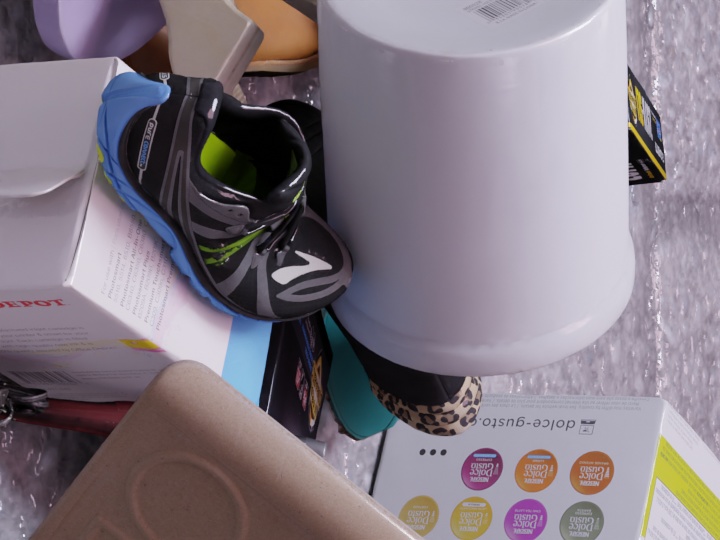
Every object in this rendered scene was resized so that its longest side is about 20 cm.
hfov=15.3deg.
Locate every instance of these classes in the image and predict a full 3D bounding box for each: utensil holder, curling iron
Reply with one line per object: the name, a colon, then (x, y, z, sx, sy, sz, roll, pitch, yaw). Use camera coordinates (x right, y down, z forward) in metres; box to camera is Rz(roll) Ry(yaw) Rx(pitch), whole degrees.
utensil holder: (0.059, -0.075, 1.403, 0.170, 0.169, 0.201, -56, 150, -45)
curling iron: (-0.115, 0.083, 1.383, 0.050, 0.199, 0.026, -141, -117, -78)

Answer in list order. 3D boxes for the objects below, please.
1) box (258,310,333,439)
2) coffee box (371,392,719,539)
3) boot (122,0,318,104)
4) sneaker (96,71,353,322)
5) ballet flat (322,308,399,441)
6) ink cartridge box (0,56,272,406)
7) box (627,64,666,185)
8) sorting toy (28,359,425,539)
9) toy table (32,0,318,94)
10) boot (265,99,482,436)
box: (-0.061, 0.102, 1.509, 0.200, 0.049, 0.200, 80, 18, -67)
coffee box: (0.130, 0.211, 1.749, 0.200, 0.199, 0.199, 45, 52, -50)
boot: (-0.081, -0.172, 1.543, 0.155, 0.073, 0.200, 65, 35, -27)
sneaker: (-0.054, -0.033, 1.317, 0.200, 0.082, 0.071, 48, 46, -50)
ballet flat: (0.003, 0.003, 1.682, 0.072, 0.071, 0.201, -18, 104, -58)
ink cartridge box: (-0.145, -0.019, 1.369, 0.200, 0.128, 0.126, 40, 55, -52)
box: (0.106, -0.085, 1.711, 0.200, 0.159, 0.050, 32, 52, -75)
sorting toy: (-0.071, 0.161, 1.361, 0.185, 0.200, 0.037, 38, 30, -2)
toy table: (-0.073, -0.184, 1.391, 0.184, 0.117, 0.201, 19, 96, -59)
boot: (0.000, 0.000, 1.594, 0.073, 0.200, 0.151, -36, 137, -7)
